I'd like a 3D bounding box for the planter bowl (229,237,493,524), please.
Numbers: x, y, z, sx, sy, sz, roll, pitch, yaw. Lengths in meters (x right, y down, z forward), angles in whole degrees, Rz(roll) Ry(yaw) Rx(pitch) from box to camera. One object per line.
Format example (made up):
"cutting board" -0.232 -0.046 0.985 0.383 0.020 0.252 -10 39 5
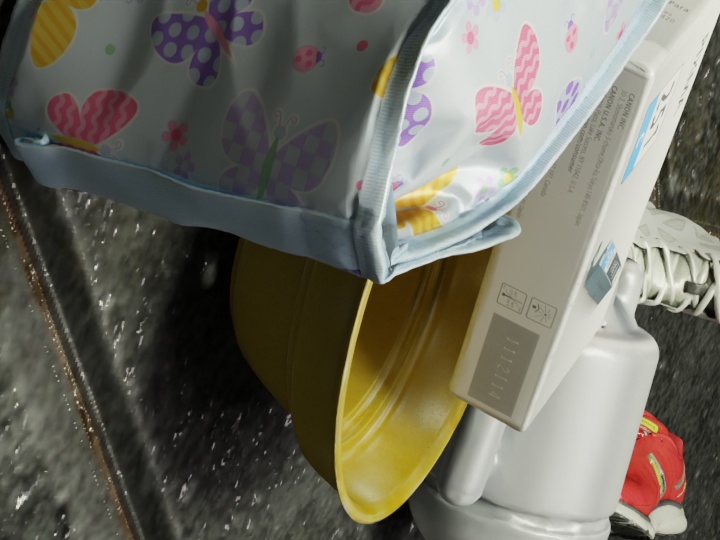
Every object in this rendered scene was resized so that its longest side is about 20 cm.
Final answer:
"planter bowl" 0.000 0.000 0.777 0.201 0.083 0.201 -54 155 -40

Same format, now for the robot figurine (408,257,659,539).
"robot figurine" 0.091 0.083 0.970 0.169 0.113 0.201 1 106 -59

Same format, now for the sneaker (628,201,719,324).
"sneaker" 0.186 -0.006 1.080 0.200 0.115 0.076 -3 110 -60

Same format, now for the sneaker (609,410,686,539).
"sneaker" 0.172 0.133 1.206 0.200 0.077 0.085 13 85 -69

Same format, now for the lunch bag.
"lunch bag" -0.010 -0.085 0.629 0.200 0.169 0.127 -54 142 -32

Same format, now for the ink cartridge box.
"ink cartridge box" 0.112 -0.054 0.794 0.176 0.045 0.200 -49 160 -46
